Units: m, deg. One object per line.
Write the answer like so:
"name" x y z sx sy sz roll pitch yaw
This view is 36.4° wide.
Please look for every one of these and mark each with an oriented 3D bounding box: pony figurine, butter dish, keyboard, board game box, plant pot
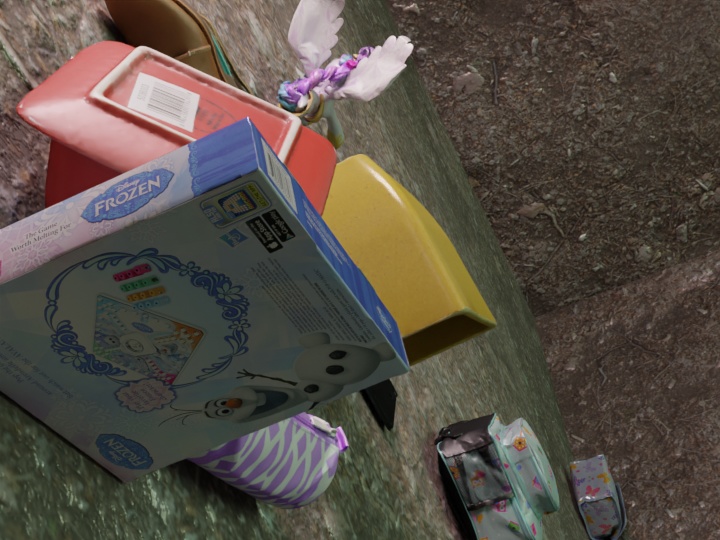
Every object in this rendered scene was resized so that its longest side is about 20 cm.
"pony figurine" -0.032 -0.255 1.457 0.166 0.193 0.200 37 7 12
"butter dish" -0.134 -0.050 0.758 0.199 0.148 0.200 25 25 -7
"keyboard" -0.001 0.090 1.351 0.127 0.021 0.200 -79 147 -58
"board game box" -0.101 0.029 0.608 0.200 0.198 0.043 55 16 -48
"plant pot" 0.000 0.000 1.127 0.201 0.195 0.194 67 12 13

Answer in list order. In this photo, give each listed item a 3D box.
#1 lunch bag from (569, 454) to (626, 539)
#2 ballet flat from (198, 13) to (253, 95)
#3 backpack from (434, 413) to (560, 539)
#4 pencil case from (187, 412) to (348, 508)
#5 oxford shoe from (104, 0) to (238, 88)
"lunch bag" 0.667 0.644 3.050 0.170 0.127 0.201 -88 161 -57
"ballet flat" -0.140 -0.166 1.115 0.200 0.068 0.072 62 -6 -12
"backpack" 0.201 0.311 1.555 0.176 0.153 0.201 0 75 -82
"pencil case" -0.080 0.118 0.814 0.200 0.085 0.084 46 23 -58
"oxford shoe" -0.167 -0.182 0.990 0.200 0.071 0.071 54 33 -39
